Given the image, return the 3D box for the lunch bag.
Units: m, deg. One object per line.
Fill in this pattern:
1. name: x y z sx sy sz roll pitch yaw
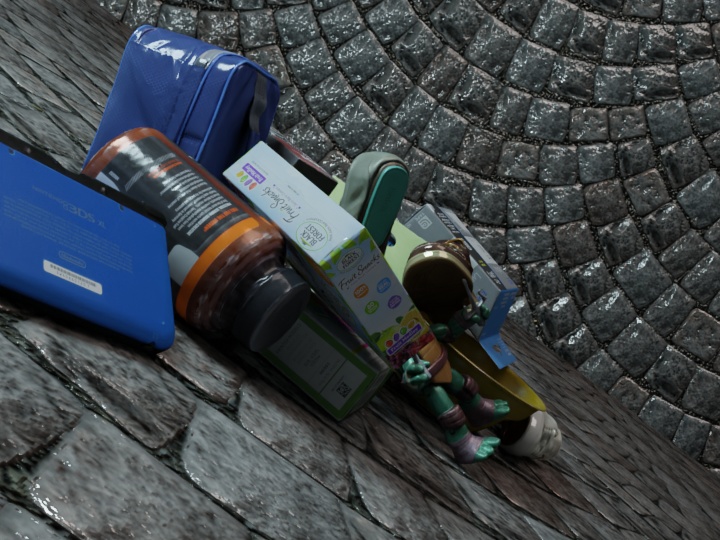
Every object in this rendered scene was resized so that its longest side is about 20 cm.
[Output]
1. lunch bag: -0.165 -0.120 1.092 0.132 0.200 0.136 20 3 18

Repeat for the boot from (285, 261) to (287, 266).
1. boot: -0.051 0.027 1.303 0.200 0.068 0.131 33 20 -38

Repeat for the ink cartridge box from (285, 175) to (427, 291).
1. ink cartridge box: 0.000 0.000 1.204 0.145 0.200 0.048 35 -34 -15

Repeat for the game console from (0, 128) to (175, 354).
1. game console: -0.240 -0.025 0.779 0.200 0.118 0.171 30 42 -48

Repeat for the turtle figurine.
1. turtle figurine: 0.077 0.089 1.129 0.101 0.150 0.200 -11 -62 45

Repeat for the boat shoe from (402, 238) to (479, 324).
1. boat shoe: 0.084 0.002 1.172 0.200 0.072 0.072 44 34 -64

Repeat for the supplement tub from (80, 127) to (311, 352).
1. supplement tub: -0.135 -0.022 0.926 0.200 0.107 0.107 39 7 18

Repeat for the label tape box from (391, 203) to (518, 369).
1. label tape box: 0.136 0.017 1.353 0.200 0.063 0.144 51 12 10

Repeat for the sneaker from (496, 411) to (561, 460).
1. sneaker: 0.222 0.201 1.411 0.085 0.073 0.200 35 5 2

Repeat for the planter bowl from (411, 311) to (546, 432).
1. planter bowl: 0.109 0.126 1.292 0.200 0.083 0.200 38 6 -5

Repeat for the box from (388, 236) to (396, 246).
1. box: -0.022 -0.027 1.424 0.159 0.046 0.200 42 -20 -30

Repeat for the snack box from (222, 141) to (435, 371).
1. snack box: -0.031 -0.016 0.982 0.200 0.053 0.142 42 -10 50

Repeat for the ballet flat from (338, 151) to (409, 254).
1. ballet flat: -0.008 -0.023 1.130 0.067 0.200 0.064 17 4 -42

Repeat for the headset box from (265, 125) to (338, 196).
1. headset box: -0.129 -0.085 1.207 0.200 0.149 0.075 43 10 38

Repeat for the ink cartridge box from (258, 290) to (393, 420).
1. ink cartridge box: -0.066 0.046 1.021 0.200 0.059 0.104 39 7 9
